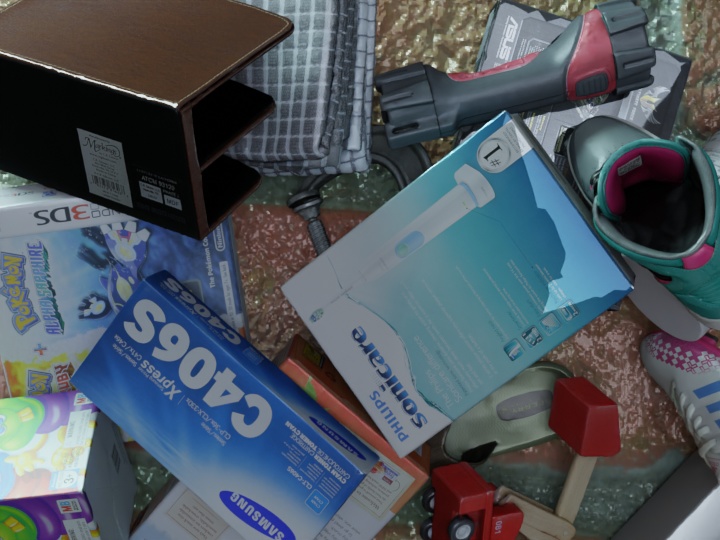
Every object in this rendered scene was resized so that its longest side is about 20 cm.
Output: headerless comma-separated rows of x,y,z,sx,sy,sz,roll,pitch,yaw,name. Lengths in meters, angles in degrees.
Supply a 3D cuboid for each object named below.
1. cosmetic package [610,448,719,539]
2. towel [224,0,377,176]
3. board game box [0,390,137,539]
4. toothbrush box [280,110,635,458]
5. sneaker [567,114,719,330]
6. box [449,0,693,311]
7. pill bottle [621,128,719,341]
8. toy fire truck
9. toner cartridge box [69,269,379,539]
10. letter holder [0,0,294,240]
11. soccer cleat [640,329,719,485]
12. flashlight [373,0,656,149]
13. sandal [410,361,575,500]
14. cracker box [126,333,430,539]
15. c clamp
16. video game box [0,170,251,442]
0.292,0.187,1.003,0.108,0.085,0.200,43,87,-5,cosmetic package
-0.076,-0.169,0.964,0.163,0.085,0.203,3,91,17,towel
-0.271,0.164,0.934,0.197,0.104,0.106,-7,128,5,board game box
0.069,0.009,0.915,0.199,0.085,0.147,-38,86,12,toothbrush box
0.184,-0.056,0.878,0.083,0.121,0.201,-40,50,7,sneaker
0.148,-0.087,1.012,0.156,0.048,0.202,16,90,-3,box
0.283,-0.045,0.972,0.200,0.111,0.112,-42,92,-13,pill bottle
0.116,0.187,0.989,0.139,0.049,0.203,-7,115,-24,toy fire truck
-0.093,0.101,0.904,0.199,0.043,0.095,40,106,5,toner cartridge box
-0.152,-0.124,0.912,0.198,0.142,0.101,19,133,27,letter holder
0.258,0.104,0.949,0.087,0.199,0.070,-49,124,-9,soccer cleat
0.109,-0.143,0.958,0.197,0.068,0.069,-13,95,3,flashlight
0.075,0.119,1.004,0.199,0.057,0.081,-22,91,-3,sandal
-0.061,0.166,0.968,0.134,0.058,0.200,40,104,-7,cracker box
0.000,0.000,0.993,0.169,0.027,0.203,-18,83,24,c clamp
-0.174,0.029,0.964,0.180,0.047,0.202,-8,114,-1,video game box
